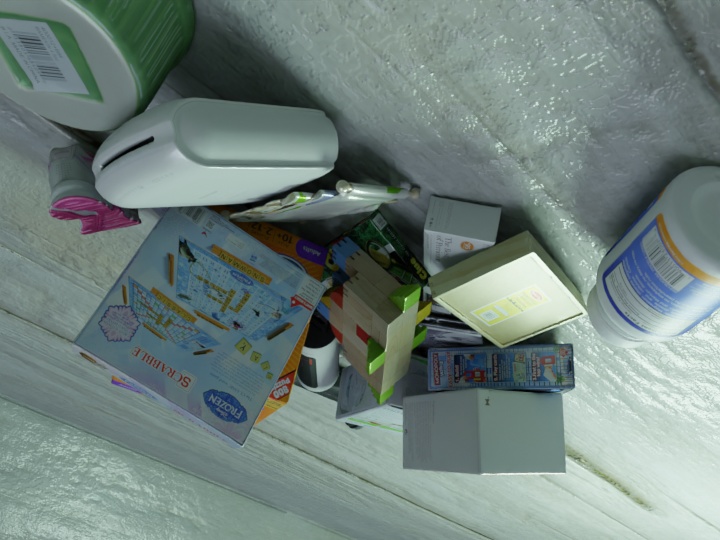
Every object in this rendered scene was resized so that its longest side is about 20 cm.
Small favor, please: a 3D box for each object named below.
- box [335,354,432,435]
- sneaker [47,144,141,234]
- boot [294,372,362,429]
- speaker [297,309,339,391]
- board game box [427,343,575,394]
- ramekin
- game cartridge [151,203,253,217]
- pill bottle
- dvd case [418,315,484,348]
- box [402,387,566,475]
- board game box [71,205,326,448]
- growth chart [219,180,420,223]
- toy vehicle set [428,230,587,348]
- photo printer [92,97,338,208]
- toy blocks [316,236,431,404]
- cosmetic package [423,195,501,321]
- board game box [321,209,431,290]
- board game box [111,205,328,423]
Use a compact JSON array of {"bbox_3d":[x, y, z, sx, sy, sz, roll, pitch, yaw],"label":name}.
[{"bbox_3d":[0.084,0.220,1.125,0.196,0.099,0.176,19,152,-23],"label":"box"},{"bbox_3d":[-0.334,-0.103,0.838,0.079,0.090,0.200,-11,173,-8],"label":"sneaker"},{"bbox_3d":[-0.063,0.239,1.293,0.196,0.067,0.165,22,142,-16],"label":"boot"},{"bbox_3d":[-0.073,0.130,1.098,0.079,0.083,0.201,13,151,5],"label":"speaker"},{"bbox_3d":[0.198,0.151,0.972,0.194,0.063,0.200,0,165,8],"label":"board game box"},{"bbox_3d":[-0.252,-0.215,0.567,0.195,0.100,0.201,12,151,7],"label":"ramekin"},{"bbox_3d":[-0.212,-0.092,0.834,0.127,0.039,0.201,-5,145,27],"label":"game cartridge"},{"bbox_3d":[0.301,0.001,0.646,0.109,0.114,0.201,15,152,1],"label":"pill bottle"},{"bbox_3d":[0.104,0.091,0.949,0.145,0.016,0.200,8,166,14],"label":"dvd case"},{"bbox_3d":[0.170,0.232,0.946,0.149,0.109,0.199,8,164,-25],"label":"box"},{"bbox_3d":[-0.164,0.050,0.709,0.198,0.202,0.041,34,153,-10],"label":"board game box"},{"bbox_3d":[-0.051,-0.071,0.732,0.197,0.018,0.143,-8,175,39],"label":"growth chart"},{"bbox_3d":[0.178,0.031,0.774,0.122,0.027,0.199,-25,146,24],"label":"toy vehicle set"},{"bbox_3d":[-0.142,-0.107,0.629,0.164,0.071,0.198,-12,178,43],"label":"photo printer"},{"bbox_3d":[0.001,0.054,0.811,0.136,0.099,0.202,41,150,28],"label":"toy blocks"},{"bbox_3d":[0.118,-0.004,0.796,0.080,0.052,0.201,9,150,11],"label":"cosmetic package"},{"bbox_3d":[0.000,0.000,0.843,0.105,0.023,0.199,51,148,-6],"label":"board game box"},{"bbox_3d":[-0.182,0.059,0.839,0.196,0.204,0.200,22,153,-14],"label":"board game box"}]
